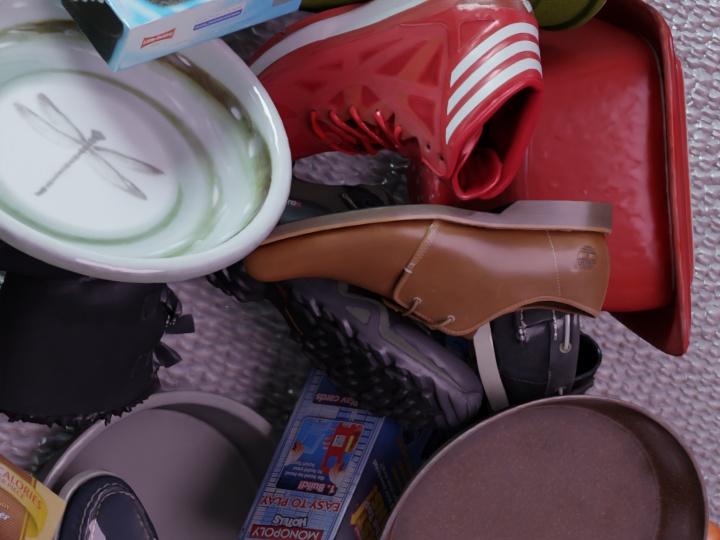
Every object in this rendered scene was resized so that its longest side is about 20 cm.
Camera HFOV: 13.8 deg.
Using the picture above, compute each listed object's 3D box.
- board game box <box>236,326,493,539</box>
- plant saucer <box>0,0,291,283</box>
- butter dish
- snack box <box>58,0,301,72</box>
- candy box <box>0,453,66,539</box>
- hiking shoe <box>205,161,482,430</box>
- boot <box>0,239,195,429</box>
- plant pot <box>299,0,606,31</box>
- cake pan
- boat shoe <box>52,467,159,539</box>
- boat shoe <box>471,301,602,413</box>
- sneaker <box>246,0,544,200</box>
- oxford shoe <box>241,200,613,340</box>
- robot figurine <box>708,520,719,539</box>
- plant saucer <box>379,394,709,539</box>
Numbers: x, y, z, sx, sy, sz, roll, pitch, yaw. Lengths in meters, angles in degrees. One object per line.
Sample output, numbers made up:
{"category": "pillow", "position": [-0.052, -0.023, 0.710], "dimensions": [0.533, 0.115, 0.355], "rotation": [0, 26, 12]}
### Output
{"category": "board game box", "position": [0.013, 0.125, 1.672], "dimensions": [0.200, 0.062, 0.200], "rotation": [-55, 138, -39]}
{"category": "plant saucer", "position": [-0.133, -0.060, 1.430], "dimensions": [0.200, 0.200, 0.050], "rotation": [-10, 145, -36]}
{"category": "butter dish", "position": [0.099, -0.057, 1.695], "dimensions": [0.147, 0.199, 0.201], "rotation": [-7, 104, -13]}
{"category": "snack box", "position": [-0.126, -0.195, 1.490], "dimensions": [0.116, 0.200, 0.037], "rotation": [-23, 154, -34]}
{"category": "candy box", "position": [-0.230, 0.160, 1.451], "dimensions": [0.115, 0.055, 0.200], "rotation": [39, 41, -17]}
{"category": "hiking shoe", "position": [0.000, 0.000, 1.610], "dimensions": [0.200, 0.076, 0.101], "rotation": [39, 63, 13]}
{"category": "boot", "position": [-0.169, 0.007, 1.510], "dimensions": [0.198, 0.073, 0.163], "rotation": [-8, 134, -34]}
{"category": "plant pot", "position": [0.013, -0.216, 1.595], "dimensions": [0.192, 0.200, 0.201], "rotation": [-10, 103, -24]}
{"category": "cake pan", "position": [-0.112, 0.162, 1.628], "dimensions": [0.200, 0.037, 0.201], "rotation": [-6, 100, -37]}
{"category": "boat shoe", "position": [-0.118, 0.203, 1.566], "dimensions": [0.075, 0.062, 0.201], "rotation": [-12, 103, -34]}
{"category": "boat shoe", "position": [0.105, 0.065, 1.660], "dimensions": [0.067, 0.072, 0.200], "rotation": [-16, 150, 3]}
{"category": "sneaker", "position": [0.010, -0.077, 1.548], "dimensions": [0.078, 0.200, 0.116], "rotation": [20, 48, -43]}
{"category": "oxford shoe", "position": [0.033, 0.000, 1.542], "dimensions": [0.199, 0.071, 0.072], "rotation": [0, 88, -3]}
{"category": "robot figurine", "position": [0.151, 0.212, 1.769], "dimensions": [0.200, 0.143, 0.117], "rotation": [48, 44, -56]}
{"category": "plant saucer", "position": [0.094, 0.150, 1.629], "dimensions": [0.200, 0.035, 0.201], "rotation": [-9, 119, -17]}
